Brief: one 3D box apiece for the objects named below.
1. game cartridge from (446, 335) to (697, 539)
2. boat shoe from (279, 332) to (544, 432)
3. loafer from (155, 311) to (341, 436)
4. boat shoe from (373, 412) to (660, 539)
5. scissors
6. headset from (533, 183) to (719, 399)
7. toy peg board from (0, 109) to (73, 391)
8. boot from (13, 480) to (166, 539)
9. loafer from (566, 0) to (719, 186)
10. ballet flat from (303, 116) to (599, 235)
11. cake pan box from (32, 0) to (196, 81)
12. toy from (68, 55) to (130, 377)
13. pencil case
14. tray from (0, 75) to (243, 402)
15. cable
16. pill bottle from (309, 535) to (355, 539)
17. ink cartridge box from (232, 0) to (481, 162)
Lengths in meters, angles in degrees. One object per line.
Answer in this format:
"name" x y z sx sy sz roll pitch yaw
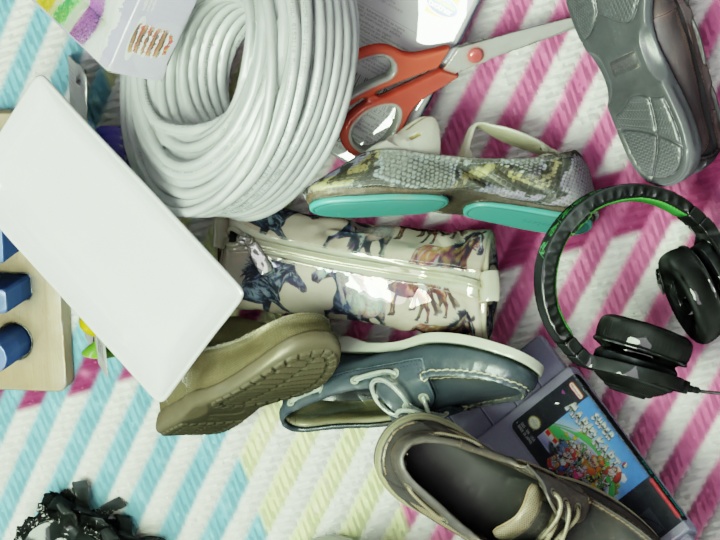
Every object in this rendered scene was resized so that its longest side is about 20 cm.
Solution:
"game cartridge" 0.129 0.155 1.377 0.129 0.038 0.200 -40 66 10
"boat shoe" 0.029 0.079 1.385 0.199 0.075 0.062 0 60 33
"loafer" -0.084 0.060 1.404 0.200 0.076 0.068 -29 68 50
"boat shoe" 0.099 0.155 1.303 0.199 0.073 0.075 23 92 -2
"scissors" 0.060 -0.140 1.348 0.199 0.014 0.073 -30 118 4
"headset" 0.197 0.035 1.351 0.124 0.094 0.200 -45 94 -6
"toy peg board" -0.315 -0.006 1.468 0.198 0.098 0.202 2 104 14
"boot" -0.191 0.266 1.518 0.162 0.073 0.199 24 101 5
"loafer" 0.181 -0.155 1.337 0.072 0.063 0.201 -12 97 47
"ballet flat" 0.058 -0.063 1.352 0.199 0.072 0.073 4 107 -18
"cake pan box" -0.150 -0.250 1.343 0.184 0.052 0.201 43 114 36
"toy" -0.169 -0.039 1.428 0.047 0.115 0.202 -2 103 -14
"pencil case" 0.000 0.000 1.395 0.198 0.089 0.078 9 93 11
"tray" -0.162 -0.022 1.349 0.200 0.022 0.108 46 122 12
"cable" -0.081 -0.130 1.343 0.201 0.069 0.200 -56 45 27
"pill bottle" -0.007 0.245 1.392 0.111 0.200 0.113 -2 102 -9
"ink cartridge box" 0.011 -0.172 1.376 0.119 0.042 0.201 29 111 4
